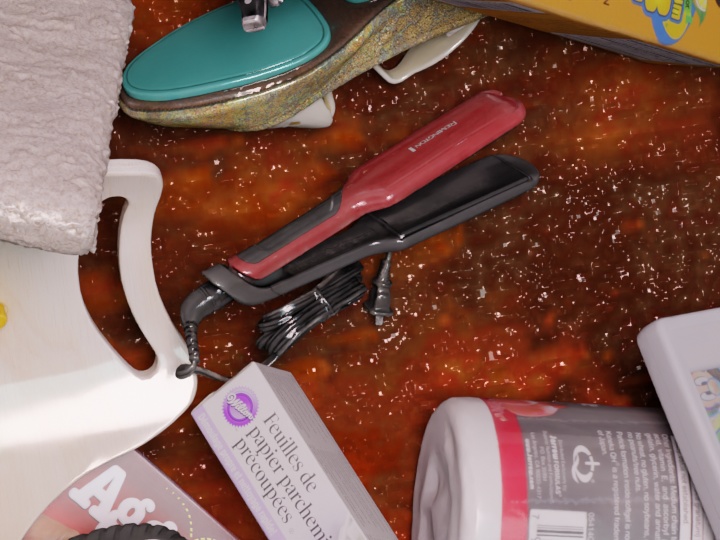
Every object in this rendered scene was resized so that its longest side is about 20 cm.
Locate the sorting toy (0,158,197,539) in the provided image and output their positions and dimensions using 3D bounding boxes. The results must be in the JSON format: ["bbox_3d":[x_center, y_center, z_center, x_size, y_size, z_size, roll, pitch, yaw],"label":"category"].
[{"bbox_3d":[-0.159,0.029,1.051,0.179,0.107,0.201,-17,121,-16],"label":"sorting toy"}]

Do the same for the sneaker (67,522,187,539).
[{"bbox_3d":[-0.143,0.174,1.038,0.199,0.076,0.077,-29,64,-30],"label":"sneaker"}]

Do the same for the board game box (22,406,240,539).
[{"bbox_3d":[-0.083,0.164,1.124,0.200,0.019,0.103,42,83,-10],"label":"board game box"}]

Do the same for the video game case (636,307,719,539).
[{"bbox_3d":[0.229,0.101,1.084,0.181,0.024,0.201,-9,69,-32],"label":"video game case"}]

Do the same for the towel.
[{"bbox_3d":[-0.162,-0.078,1.016,0.132,0.200,0.035,12,122,-9],"label":"towel"}]

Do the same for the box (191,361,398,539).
[{"bbox_3d":[-0.002,0.130,1.063,0.039,0.041,0.200,-39,68,13],"label":"box"}]

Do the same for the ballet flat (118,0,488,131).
[{"bbox_3d":[-0.010,-0.102,1.108,0.199,0.071,0.071,-30,98,-6],"label":"ballet flat"}]

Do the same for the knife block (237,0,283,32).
[{"bbox_3d":[-0.064,-0.202,1.028,0.064,0.176,0.201,-27,97,12],"label":"knife block"}]

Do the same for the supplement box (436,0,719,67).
[{"bbox_3d":[0.094,-0.135,1.072,0.199,0.069,0.067,8,91,-48],"label":"supplement box"}]

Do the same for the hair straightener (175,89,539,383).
[{"bbox_3d":[0.000,0.000,1.106,0.200,0.041,0.077,-35,128,-22],"label":"hair straightener"}]

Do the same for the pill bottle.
[{"bbox_3d":[0.129,0.116,1.116,0.199,0.111,0.111,4,92,-11],"label":"pill bottle"}]
